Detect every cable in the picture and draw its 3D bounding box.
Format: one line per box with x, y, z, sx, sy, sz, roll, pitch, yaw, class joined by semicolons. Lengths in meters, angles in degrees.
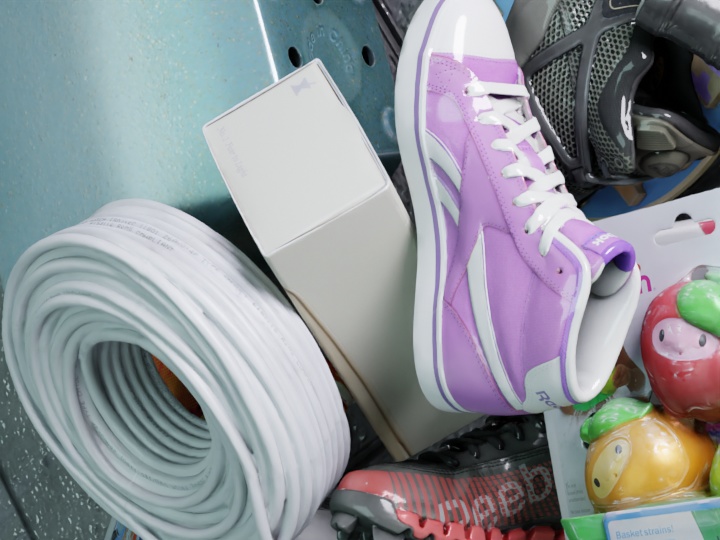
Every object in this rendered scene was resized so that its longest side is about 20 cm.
-0.096;0.060;0.926;0.199;0.069;0.201;28;135;25;cable

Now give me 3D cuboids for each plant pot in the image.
-0.091;-0.094;1.042;0.199;0.195;0.198;-18;86;35;plant pot

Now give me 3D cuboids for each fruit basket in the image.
0.153;0.066;0.814;0.184;0.093;0.202;-14;85;41;fruit basket

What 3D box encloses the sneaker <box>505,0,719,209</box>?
0.106;-0.051;0.906;0.114;0.076;0.201;44;124;34;sneaker

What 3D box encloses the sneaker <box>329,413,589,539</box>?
0.071;0.109;0.945;0.071;0.199;0.099;-2;82;59;sneaker

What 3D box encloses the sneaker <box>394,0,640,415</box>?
0.080;-0.036;0.829;0.114;0.072;0.203;-5;90;47;sneaker

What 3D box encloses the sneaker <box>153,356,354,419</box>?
-0.088;0.068;1.051;0.199;0.077;0.073;11;149;53;sneaker

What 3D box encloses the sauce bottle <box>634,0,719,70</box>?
0.220;-0.081;0.821;0.199;0.065;0.065;34;119;8;sauce bottle

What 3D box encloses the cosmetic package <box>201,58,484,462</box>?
0.000;0.000;0.939;0.073;0.200;0.104;-30;48;2;cosmetic package

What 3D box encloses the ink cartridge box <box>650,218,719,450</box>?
0.205;0.069;0.885;0.147;0.085;0.202;-10;89;40;ink cartridge box

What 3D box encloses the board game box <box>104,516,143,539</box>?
-0.143;0.215;1.067;0.136;0.034;0.202;-111;39;-68;board game box

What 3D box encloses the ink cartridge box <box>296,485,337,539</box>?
-0.072;0.193;1.066;0.201;0.083;0.145;-97;28;-59;ink cartridge box

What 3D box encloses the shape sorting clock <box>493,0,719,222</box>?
0.120;-0.125;0.953;0.199;0.039;0.202;8;102;39;shape sorting clock
